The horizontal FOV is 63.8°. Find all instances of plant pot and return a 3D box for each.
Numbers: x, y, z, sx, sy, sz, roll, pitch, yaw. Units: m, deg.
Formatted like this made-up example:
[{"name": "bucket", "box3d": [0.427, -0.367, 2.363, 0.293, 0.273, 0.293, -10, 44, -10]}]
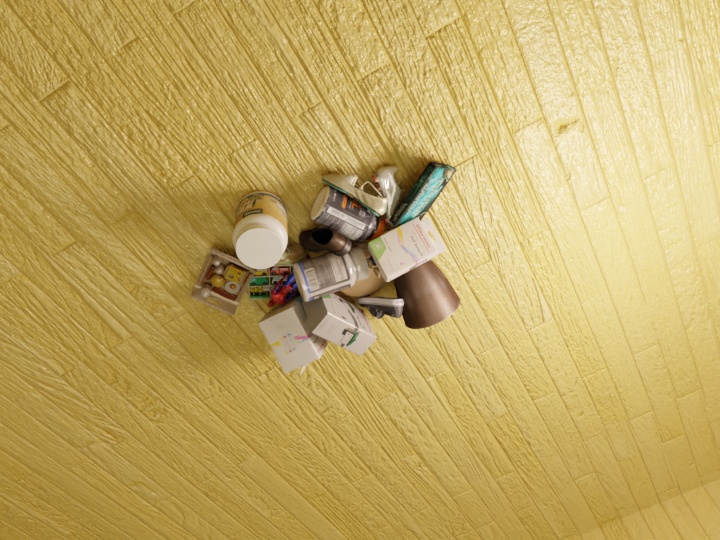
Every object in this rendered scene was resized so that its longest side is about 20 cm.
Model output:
[{"name": "plant pot", "box3d": [0.178, 0.041, 1.742, 0.186, 0.187, 0.201, -24, 108, 9]}]

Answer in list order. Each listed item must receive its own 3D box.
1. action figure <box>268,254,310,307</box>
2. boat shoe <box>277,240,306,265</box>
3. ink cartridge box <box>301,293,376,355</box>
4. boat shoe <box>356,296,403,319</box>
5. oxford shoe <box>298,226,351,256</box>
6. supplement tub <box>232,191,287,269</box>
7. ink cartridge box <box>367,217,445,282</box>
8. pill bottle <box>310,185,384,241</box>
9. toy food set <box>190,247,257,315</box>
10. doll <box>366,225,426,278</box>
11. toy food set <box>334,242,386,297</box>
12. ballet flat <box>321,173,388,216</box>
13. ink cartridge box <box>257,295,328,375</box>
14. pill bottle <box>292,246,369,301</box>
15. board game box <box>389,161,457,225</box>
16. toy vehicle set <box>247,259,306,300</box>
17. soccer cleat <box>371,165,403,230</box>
[{"name": "action figure", "box3d": [-0.205, 0.040, 1.719, 0.200, 0.052, 0.065, -44, 114, 12]}, {"name": "boat shoe", "box3d": [-0.255, -0.063, 1.667, 0.199, 0.073, 0.064, 3, 128, -1]}, {"name": "ink cartridge box", "box3d": [-0.064, 0.148, 1.709, 0.199, 0.146, 0.084, 30, 109, -34]}, {"name": "boat shoe", "box3d": [0.058, 0.115, 1.758, 0.070, 0.199, 0.067, -1, 91, -41]}, {"name": "oxford shoe", "box3d": [-0.115, -0.095, 1.608, 0.084, 0.199, 0.073, 36, 71, -39]}, {"name": "supplement tub", "box3d": [-0.268, -0.109, 1.556, 0.143, 0.201, 0.146, -4, 123, -5]}, {"name": "ink cartridge box", "box3d": [0.133, -0.067, 1.611, 0.199, 0.118, 0.067, -28, 169, -6]}, {"name": "pill bottle", "box3d": [-0.031, -0.148, 1.620, 0.199, 0.107, 0.107, 25, 117, -22]}, {"name": "toy food set", "box3d": [-0.402, 0.036, 1.695, 0.143, 0.061, 0.200, 25, 127, -14]}, {"name": "doll", "box3d": [0.114, -0.060, 1.671, 0.200, 0.137, 0.049, -38, 150, -7]}, {"name": "toy food set", "box3d": [0.000, 0.000, 1.755, 0.196, 0.049, 0.201, -2, 123, -6]}, {"name": "ballet flat", "box3d": [-0.010, -0.224, 1.574, 0.199, 0.070, 0.070, 33, 116, 2]}, {"name": "ink cartridge box", "box3d": [-0.193, 0.201, 1.744, 0.125, 0.129, 0.201, -25, 100, 16]}, {"name": "pill bottle", "box3d": [-0.082, 0.006, 1.636, 0.199, 0.114, 0.114, -18, 125, -12]}, {"name": "board game box", "box3d": [0.175, -0.209, 1.605, 0.135, 0.028, 0.201, -8, 139, -55]}, {"name": "toy vehicle set", "box3d": [-0.243, 0.028, 1.754, 0.198, 0.027, 0.125, -3, 123, -6]}, {"name": "soccer cleat", "box3d": [0.090, -0.198, 1.628, 0.077, 0.069, 0.201, -18, 123, -5]}]
